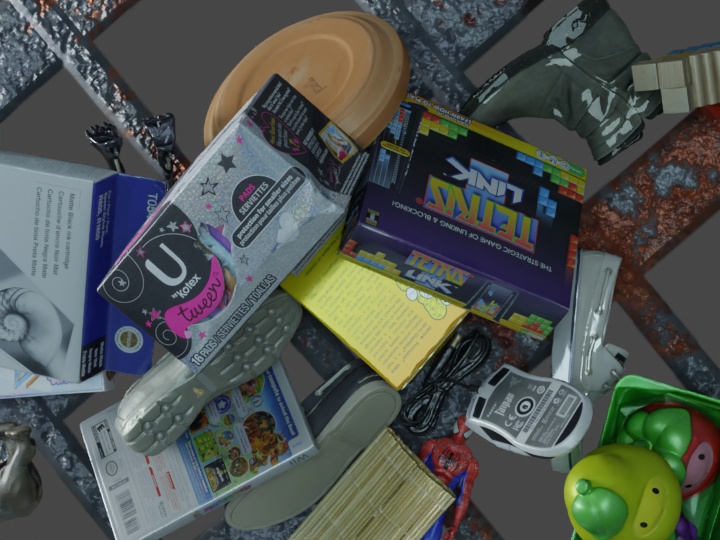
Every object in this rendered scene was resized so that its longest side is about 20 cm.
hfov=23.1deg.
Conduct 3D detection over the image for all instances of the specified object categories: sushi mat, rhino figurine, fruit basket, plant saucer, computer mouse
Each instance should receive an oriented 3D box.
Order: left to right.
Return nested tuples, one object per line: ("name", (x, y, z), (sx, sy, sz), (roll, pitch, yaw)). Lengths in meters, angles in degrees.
("rhino figurine", (-0.386, 0.200, 1.633), (0.198, 0.060, 0.088), (-11, 99, 9))
("plant saucer", (-0.052, -0.156, 1.553), (0.199, 0.032, 0.201), (-18, 45, 19))
("sushi mat", (-0.007, 0.243, 1.587), (0.096, 0.012, 0.200), (45, 106, 20))
("computer mouse", (0.129, 0.122, 1.538), (0.199, 0.044, 0.110), (22, 71, 48))
("fruit basket", (0.248, 0.197, 1.500), (0.154, 0.216, 0.217), (16, 91, 6))

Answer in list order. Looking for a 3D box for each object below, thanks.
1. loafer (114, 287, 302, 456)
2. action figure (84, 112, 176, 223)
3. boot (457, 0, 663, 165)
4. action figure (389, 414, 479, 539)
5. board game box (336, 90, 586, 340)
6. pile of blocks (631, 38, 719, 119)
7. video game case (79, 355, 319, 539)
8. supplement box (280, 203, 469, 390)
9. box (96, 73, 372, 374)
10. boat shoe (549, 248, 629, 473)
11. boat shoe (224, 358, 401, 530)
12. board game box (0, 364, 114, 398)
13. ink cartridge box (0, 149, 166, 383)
("loafer", (-0.140, 0.081, 1.578), (0.200, 0.070, 0.070), (-38, 124, -2))
("action figure", (-0.179, -0.043, 1.599), (0.118, 0.102, 0.201), (-14, 113, -3))
("boot", (0.182, -0.143, 1.581), (0.200, 0.068, 0.131), (-39, 92, 5))
("action figure", (0.059, 0.224, 1.596), (0.065, 0.052, 0.201), (23, 90, 10))
("board game box", (0.091, -0.051, 1.520), (0.199, 0.057, 0.166), (22, 49, -12))
("pile of blocks", (0.331, -0.171, 1.556), (0.198, 0.082, 0.063), (-12, 103, -10))
("video game case", (-0.149, 0.152, 1.596), (0.199, 0.018, 0.144), (-29, 55, 5))
("supplement box", (0.000, 0.000, 1.572), (0.200, 0.109, 0.110), (41, 93, 4))
("box", (-0.103, -0.039, 1.441), (0.115, 0.132, 0.200), (39, 115, -7))
("boat shoe", (0.205, 0.081, 1.574), (0.069, 0.071, 0.202), (4, 84, 7))
("boat shoe", (-0.050, 0.159, 1.612), (0.200, 0.073, 0.063), (-42, 43, 9))
("board game box", (-0.336, 0.020, 1.639), (0.198, 0.041, 0.202), (-4, 89, 6))
("ink cartridge box", (-0.277, -0.001, 1.556), (0.198, 0.041, 0.201), (10, 114, 6))
